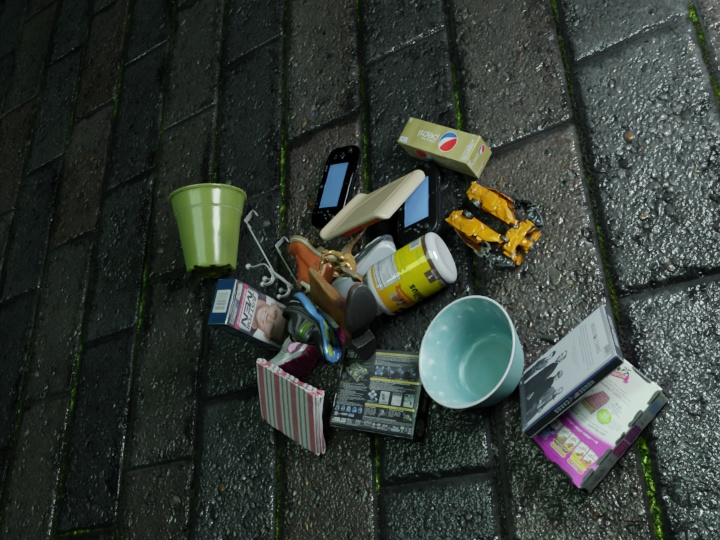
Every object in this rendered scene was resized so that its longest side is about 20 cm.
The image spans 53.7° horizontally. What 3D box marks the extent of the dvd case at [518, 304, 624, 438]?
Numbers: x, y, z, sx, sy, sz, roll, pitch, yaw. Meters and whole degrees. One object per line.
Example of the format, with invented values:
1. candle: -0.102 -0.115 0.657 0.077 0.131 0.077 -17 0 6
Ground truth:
1. dvd case: 0.334 0.161 1.152 0.200 0.025 0.151 -47 11 27

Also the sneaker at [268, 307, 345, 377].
1. sneaker: -0.122 0.157 1.535 0.198 0.081 0.089 -35 52 7

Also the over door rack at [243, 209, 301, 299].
1. over door rack: -0.203 -0.016 1.622 0.066 0.148 0.203 -30 55 13

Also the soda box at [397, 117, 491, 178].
1. soda box: 0.177 -0.262 1.511 0.198 0.067 0.065 27 86 40

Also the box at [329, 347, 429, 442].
1. box: 0.042 0.239 1.394 0.196 0.049 0.165 -1 70 35

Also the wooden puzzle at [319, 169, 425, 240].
1. wooden puzzle: 0.028 -0.133 1.508 0.197 0.038 0.185 -15 25 45

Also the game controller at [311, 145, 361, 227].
1. game controller: -0.057 -0.194 1.655 0.102 0.042 0.205 3 71 36

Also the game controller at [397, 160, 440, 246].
1. game controller: 0.122 -0.140 1.493 0.102 0.042 0.204 -17 49 26

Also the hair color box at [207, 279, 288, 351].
1. hair color box: -0.236 0.100 1.556 0.059 0.199 0.102 -2 68 34

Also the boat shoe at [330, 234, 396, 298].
1. boat shoe: 0.000 0.000 1.522 0.200 0.071 0.068 -46 22 23

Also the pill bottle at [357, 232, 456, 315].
1. pill bottle: 0.087 0.016 1.423 0.197 0.109 0.111 -30 55 22

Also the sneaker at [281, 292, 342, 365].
1. sneaker: -0.101 0.128 1.448 0.083 0.071 0.200 -44 46 3

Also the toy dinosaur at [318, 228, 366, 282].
1. toy dinosaur: -0.033 -0.021 1.476 0.202 0.103 0.062 -98 15 -57

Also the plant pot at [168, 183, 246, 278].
1. plant pot: -0.375 -0.088 1.771 0.196 0.199 0.195 -14 75 29

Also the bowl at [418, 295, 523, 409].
1. bowl: 0.211 0.159 1.261 0.198 0.104 0.205 -25 50 33

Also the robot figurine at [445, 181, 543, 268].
1. robot figurine: 0.264 -0.086 1.376 0.146 0.058 0.199 -53 49 4

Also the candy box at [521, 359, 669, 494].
1. candy box: 0.376 0.233 1.148 0.201 0.061 0.136 -51 48 6

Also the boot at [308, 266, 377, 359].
1. boot: -0.040 0.051 1.409 0.068 0.190 0.200 -31 50 -14

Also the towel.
1. towel: -0.145 0.280 1.477 0.198 0.030 0.150 22 121 40

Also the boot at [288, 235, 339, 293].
1. boot: -0.120 -0.010 1.590 0.109 0.074 0.199 -59 37 -1
